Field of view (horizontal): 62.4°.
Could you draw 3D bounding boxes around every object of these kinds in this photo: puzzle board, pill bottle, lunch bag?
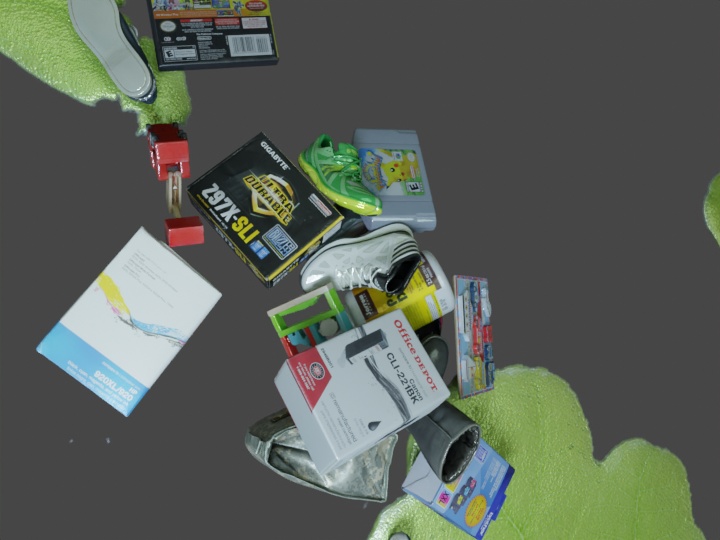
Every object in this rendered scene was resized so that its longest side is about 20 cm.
[{"bbox_3d":[0.201,0.112,1.037,0.150,0.017,0.205,6,80,-58],"label":"puzzle board"},{"bbox_3d":[0.047,0.057,0.969,0.197,0.109,0.111,-28,94,-1],"label":"pill bottle"},{"bbox_3d":[-0.069,0.263,0.890,0.196,0.164,0.120,16,77,-18],"label":"lunch bag"}]

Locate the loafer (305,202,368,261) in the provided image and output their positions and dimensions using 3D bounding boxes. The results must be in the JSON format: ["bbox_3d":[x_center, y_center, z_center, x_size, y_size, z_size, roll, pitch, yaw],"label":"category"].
[{"bbox_3d":[-0.021,-0.083,1.010,0.198,0.063,0.072,-33,65,-23],"label":"loafer"}]

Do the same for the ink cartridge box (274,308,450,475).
[{"bbox_3d":[0.004,0.161,0.820,0.197,0.084,0.146,-20,70,-32],"label":"ink cartridge box"}]

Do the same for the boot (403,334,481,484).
[{"bbox_3d":[0.126,0.207,0.935,0.071,0.200,0.185,19,91,-15],"label":"boot"}]

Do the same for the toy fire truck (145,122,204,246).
[{"bbox_3d":[-0.272,-0.129,0.862,0.048,0.200,0.144,-9,115,-22],"label":"toy fire truck"}]

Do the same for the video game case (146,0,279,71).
[{"bbox_3d":[-0.244,-0.424,0.973,0.196,0.025,0.185,-10,88,-20],"label":"video game case"}]

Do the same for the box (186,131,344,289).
[{"bbox_3d":[-0.148,-0.096,0.930,0.159,0.049,0.200,-40,79,-17],"label":"box"}]

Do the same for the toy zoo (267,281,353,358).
[{"bbox_3d":[-0.055,0.132,0.935,0.020,0.130,0.203,-32,99,-58],"label":"toy zoo"}]

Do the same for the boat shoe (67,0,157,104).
[{"bbox_3d":[-0.369,-0.344,0.898,0.074,0.062,0.201,-36,88,-3],"label":"boat shoe"}]

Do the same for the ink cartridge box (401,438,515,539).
[{"bbox_3d":[0.176,0.353,0.996,0.200,0.076,0.138,45,70,-36],"label":"ink cartridge box"}]

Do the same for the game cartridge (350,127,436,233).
[{"bbox_3d":[0.048,-0.157,1.004,0.130,0.041,0.204,-4,63,-12],"label":"game cartridge"}]

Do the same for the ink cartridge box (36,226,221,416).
[{"bbox_3d":[-0.313,0.069,0.831,0.144,0.147,0.201,40,74,-12],"label":"ink cartridge box"}]

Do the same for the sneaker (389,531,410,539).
[{"bbox_3d":[0.090,0.524,0.973,0.083,0.075,0.205,-3,95,-18],"label":"sneaker"}]

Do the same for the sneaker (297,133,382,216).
[{"bbox_3d":[-0.030,-0.156,0.939,0.074,0.200,0.084,19,111,-51],"label":"sneaker"}]

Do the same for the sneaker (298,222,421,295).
[{"bbox_3d":[0.000,0.000,0.910,0.197,0.116,0.077,-24,120,1],"label":"sneaker"}]

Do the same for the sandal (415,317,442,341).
[{"bbox_3d":[0.114,0.095,1.038,0.073,0.045,0.205,0,85,-18],"label":"sandal"}]
